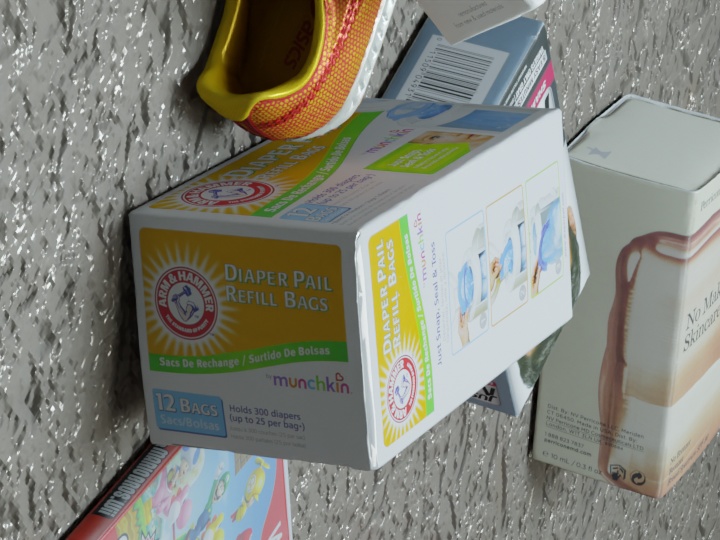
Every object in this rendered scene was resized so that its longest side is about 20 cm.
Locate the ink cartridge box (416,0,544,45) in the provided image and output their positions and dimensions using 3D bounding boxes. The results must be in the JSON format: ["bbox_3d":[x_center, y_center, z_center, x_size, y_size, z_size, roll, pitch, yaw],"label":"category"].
[{"bbox_3d":[0.025,-0.205,1.117,0.117,0.067,0.200,-45,105,-28],"label":"ink cartridge box"}]

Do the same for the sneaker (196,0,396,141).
[{"bbox_3d":[-0.011,-0.151,1.167,0.077,0.073,0.201,14,90,-60],"label":"sneaker"}]

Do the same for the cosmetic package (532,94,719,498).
[{"bbox_3d":[0.163,0.015,1.644,0.103,0.087,0.201,-41,140,-51],"label":"cosmetic package"}]

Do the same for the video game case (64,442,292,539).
[{"bbox_3d":[-0.086,0.138,1.249,0.200,0.017,0.143,-50,147,-45],"label":"video game case"}]

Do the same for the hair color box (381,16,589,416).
[{"bbox_3d":[0.059,-0.028,1.415,0.099,0.060,0.200,-61,154,-29],"label":"hair color box"}]

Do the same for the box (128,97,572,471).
[{"bbox_3d":[0.000,0.000,1.219,0.200,0.112,0.102,-33,123,-58],"label":"box"}]
